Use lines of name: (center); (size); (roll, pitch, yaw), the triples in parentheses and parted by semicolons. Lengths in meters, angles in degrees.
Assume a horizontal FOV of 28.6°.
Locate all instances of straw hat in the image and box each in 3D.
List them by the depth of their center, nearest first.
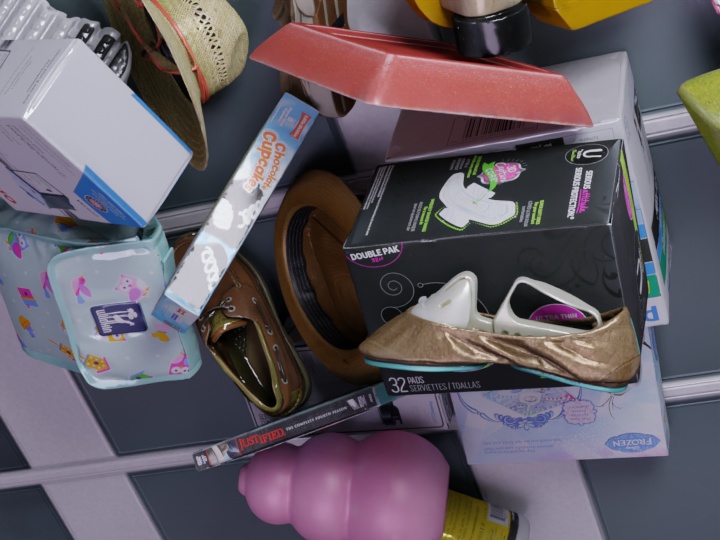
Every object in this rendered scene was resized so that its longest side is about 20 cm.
straw hat: (-0.141, -0.191, 1.180); (0.085, 0.201, 0.201); (-29, 122, -16)

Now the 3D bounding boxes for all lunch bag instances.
lunch bag: (-0.240, 0.011, 1.302); (0.200, 0.122, 0.171); (18, 134, 34)

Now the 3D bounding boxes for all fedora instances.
fedora: (0.000, 0.000, 1.259); (0.200, 0.082, 0.201); (27, 123, 50)

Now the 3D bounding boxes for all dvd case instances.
dvd case: (-0.037, 0.131, 1.287); (0.200, 0.146, 0.022); (-24, 85, 28)

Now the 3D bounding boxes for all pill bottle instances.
pill bottle: (0.064, 0.274, 1.453); (0.200, 0.111, 0.111); (20, 127, 0)

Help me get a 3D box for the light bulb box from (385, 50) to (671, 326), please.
light bulb box: (0.147, -0.054, 1.189); (0.198, 0.125, 0.200); (-9, 121, 20)

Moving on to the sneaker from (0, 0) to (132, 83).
sneaker: (-0.285, -0.208, 1.221); (0.200, 0.075, 0.081); (36, 171, 3)

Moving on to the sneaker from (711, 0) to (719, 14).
sneaker: (0.308, -0.223, 1.059); (0.087, 0.074, 0.200); (-24, 114, 29)

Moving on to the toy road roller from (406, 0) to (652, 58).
toy road roller: (0.120, -0.253, 1.072); (0.200, 0.146, 0.123); (-21, 117, -16)

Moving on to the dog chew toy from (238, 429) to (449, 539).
dog chew toy: (-0.017, 0.210, 1.351); (0.199, 0.125, 0.125); (5, 126, 6)

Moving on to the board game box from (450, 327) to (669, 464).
board game box: (0.181, 0.094, 1.337); (0.199, 0.043, 0.199); (-5, 123, 17)

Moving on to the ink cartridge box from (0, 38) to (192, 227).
ink cartridge box: (-0.260, -0.115, 1.169); (0.200, 0.086, 0.146); (7, 150, 45)

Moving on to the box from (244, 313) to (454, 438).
box: (-0.014, 0.100, 1.379); (0.199, 0.060, 0.117); (-6, 123, 18)

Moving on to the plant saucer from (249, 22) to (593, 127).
plant saucer: (0.045, -0.152, 1.072); (0.200, 0.200, 0.037); (1, 106, -31)

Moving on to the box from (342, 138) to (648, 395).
box: (0.110, 0.000, 1.081); (0.199, 0.124, 0.149); (-5, 124, 20)

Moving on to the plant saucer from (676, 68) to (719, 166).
plant saucer: (0.374, -0.103, 1.098); (0.199, 0.048, 0.200); (-18, 143, 24)

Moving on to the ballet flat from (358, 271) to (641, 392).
ballet flat: (0.099, 0.039, 1.001); (0.199, 0.068, 0.073); (6, 105, 11)

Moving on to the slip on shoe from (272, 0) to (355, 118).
slip on shoe: (-0.045, -0.219, 1.157); (0.060, 0.076, 0.200); (12, 133, 25)

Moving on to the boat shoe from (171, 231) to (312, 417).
boat shoe: (-0.116, 0.046, 1.316); (0.072, 0.068, 0.200); (-41, 80, 15)

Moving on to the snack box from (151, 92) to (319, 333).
snack box: (-0.107, -0.046, 1.193); (0.037, 0.200, 0.116); (31, 165, -7)
